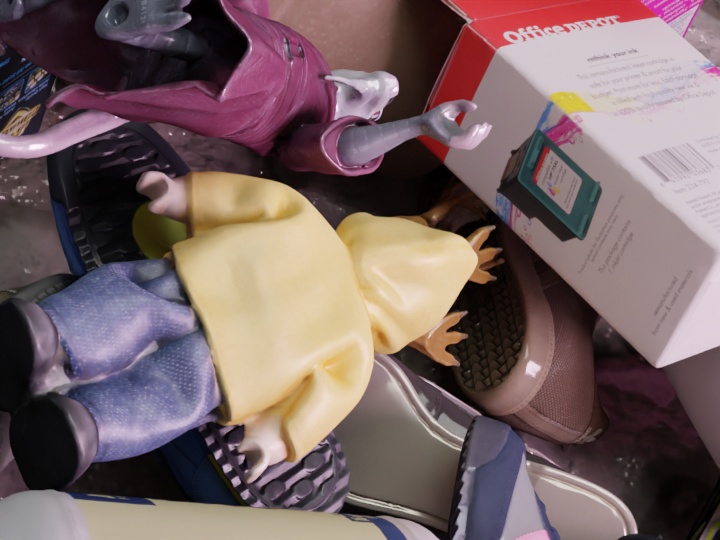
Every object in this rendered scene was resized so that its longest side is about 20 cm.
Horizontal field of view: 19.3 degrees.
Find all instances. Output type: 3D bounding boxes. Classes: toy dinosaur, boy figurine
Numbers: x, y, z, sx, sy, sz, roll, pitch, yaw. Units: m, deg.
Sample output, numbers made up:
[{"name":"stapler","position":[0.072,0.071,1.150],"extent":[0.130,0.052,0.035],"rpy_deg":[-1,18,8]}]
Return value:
[{"name":"toy dinosaur","position":[0.000,0.000,0.933],"extent":[0.199,0.061,0.106],"rpy_deg":[-15,26,-39]},{"name":"boy figurine","position":[-0.045,0.015,0.814],"extent":[0.199,0.064,0.125],"rpy_deg":[-21,79,-34]}]

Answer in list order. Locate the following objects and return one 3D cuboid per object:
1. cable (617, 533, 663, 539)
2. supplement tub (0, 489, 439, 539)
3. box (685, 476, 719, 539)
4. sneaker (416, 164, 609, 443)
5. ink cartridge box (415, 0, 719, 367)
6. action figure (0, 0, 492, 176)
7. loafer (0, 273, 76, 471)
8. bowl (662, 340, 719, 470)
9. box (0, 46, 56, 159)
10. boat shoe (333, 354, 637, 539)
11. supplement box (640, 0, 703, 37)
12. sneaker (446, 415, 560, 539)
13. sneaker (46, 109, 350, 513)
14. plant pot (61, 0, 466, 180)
[{"name":"cable","position":[0.197,0.146,0.856],"extent":[0.199,0.051,0.163],"rpy_deg":[21,10,18]},{"name":"supplement tub","position":[-0.071,0.154,0.749],"extent":[0.199,0.145,0.145],"rpy_deg":[7,51,-22]},{"name":"box","position":[0.181,0.168,0.940],"extent":[0.110,0.035,0.200],"rpy_deg":[36,46,4]},{"name":"sneaker","position":[0.077,0.000,1.019],"extent":[0.075,0.070,0.201],"rpy_deg":[35,38,-33]},{"name":"ink cartridge box","position":[0.110,-0.057,0.934],"extent":[0.116,0.067,0.200],"rpy_deg":[-15,50,-43]},{"name":"action figure","position":[-0.050,-0.070,0.833],"extent":[0.200,0.149,0.134],"rpy_deg":[21,34,-60]},{"name":"loafer","position":[-0.169,0.051,0.810],"extent":[0.200,0.069,0.076],"rpy_deg":[-19,96,-65]},{"name":"bowl","position":[0.229,0.062,0.972],"extent":[0.199,0.075,0.200],"rpy_deg":[2,39,-28]},{"name":"box","position":[-0.192,-0.078,0.868],"extent":[0.046,0.159,0.200],"rpy_deg":[38,47,11]},{"name":"boat shoe","position":[0.027,0.084,0.928],"extent":[0.199,0.057,0.067],"rpy_deg":[29,82,2]},{"name":"supplement box","position":[0.118,-0.170,1.062],"extent":[0.103,0.200,0.101],"rpy_deg":[-32,71,-27]},{"name":"sneaker","position":[0.071,0.146,0.827],"extent":[0.082,0.070,0.201],"rpy_deg":[3,52,-1]},{"name":"sneaker","position":[-0.079,0.031,0.872],"extent":[0.066,0.078,0.201],"rpy_deg":[-27,84,-32]},{"name":"plant pot","position":[-0.019,-0.130,0.999],"extent":[0.174,0.200,0.201],"rpy_deg":[32,43,-25]}]
